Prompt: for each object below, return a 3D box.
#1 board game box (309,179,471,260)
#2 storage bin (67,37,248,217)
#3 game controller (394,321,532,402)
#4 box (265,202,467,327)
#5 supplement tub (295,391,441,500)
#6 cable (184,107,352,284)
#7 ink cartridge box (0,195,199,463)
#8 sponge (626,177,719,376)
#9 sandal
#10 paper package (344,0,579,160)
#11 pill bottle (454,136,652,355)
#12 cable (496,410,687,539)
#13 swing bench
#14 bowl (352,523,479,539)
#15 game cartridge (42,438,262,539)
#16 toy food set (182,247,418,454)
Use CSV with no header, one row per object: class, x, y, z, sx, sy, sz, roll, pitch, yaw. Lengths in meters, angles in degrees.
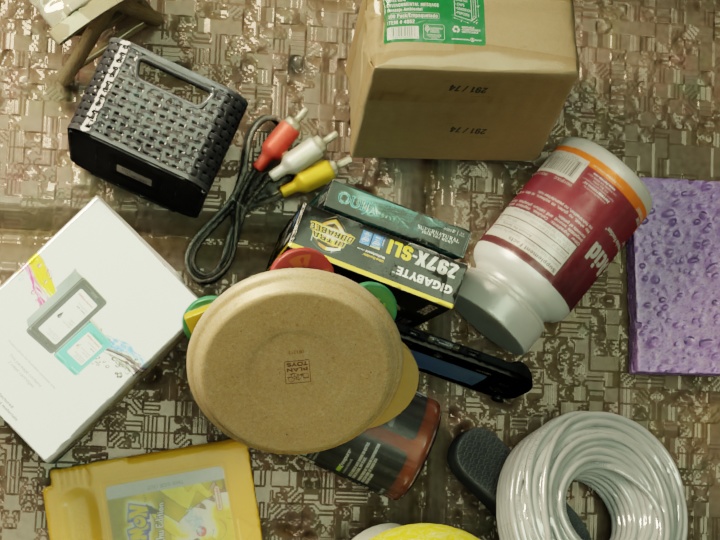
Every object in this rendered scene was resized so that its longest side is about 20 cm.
board game box,0.019,-0.038,1.540,0.135,0.200,0.028,20,83,-7
storage bin,-0.190,-0.127,1.517,0.135,0.200,0.094,24,80,-6
game controller,0.068,0.082,1.585,0.200,0.104,0.042,19,84,-6
box,0.000,0.000,1.534,0.159,0.200,0.049,22,79,-6
supplement tub,-0.030,0.133,1.562,0.200,0.107,0.107,26,81,-5
cable,-0.108,-0.079,1.601,0.200,0.050,0.097,-43,93,-12
ink cartridge box,-0.264,0.058,1.514,0.146,0.147,0.200,45,79,-1
sponge,0.328,0.007,1.672,0.111,0.030,0.201,1,83,-9
sandal,0.160,0.239,1.615,0.076,0.043,0.200,-37,91,-31
paper package,0.094,-0.191,1.570,0.199,0.191,0.104,1,66,-8
pill bottle,0.185,-0.022,1.610,0.114,0.114,0.200,40,80,-3
cable,0.225,0.237,1.584,0.200,0.069,0.200,-7,74,-31
swing bench,-0.286,-0.301,1.521,0.130,0.200,0.199,-37,91,-11
bowl,0.035,0.303,1.536,0.200,0.200,0.108,-27,46,-11
game cartridge,-0.193,0.262,1.561,0.199,0.032,0.177,-9,85,-11
toy food set,-0.056,0.077,1.456,0.200,0.049,0.198,-19,119,6
